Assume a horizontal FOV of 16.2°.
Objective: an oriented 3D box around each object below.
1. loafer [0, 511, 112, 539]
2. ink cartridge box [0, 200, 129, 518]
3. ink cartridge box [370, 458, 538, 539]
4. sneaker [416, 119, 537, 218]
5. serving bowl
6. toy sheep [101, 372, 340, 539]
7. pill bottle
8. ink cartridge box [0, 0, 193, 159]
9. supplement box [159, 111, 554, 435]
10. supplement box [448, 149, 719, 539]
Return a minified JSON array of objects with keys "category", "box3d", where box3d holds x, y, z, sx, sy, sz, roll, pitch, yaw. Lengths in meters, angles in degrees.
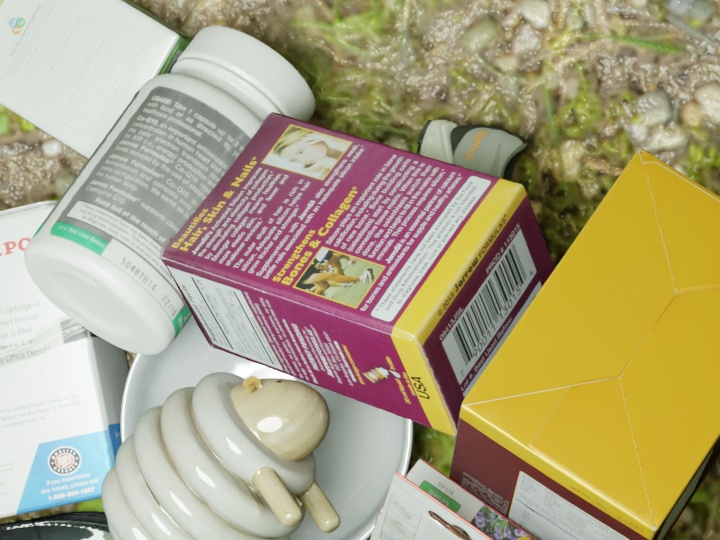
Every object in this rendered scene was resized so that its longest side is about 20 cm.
[{"category":"loafer","box3d":[-0.237,0.205,1.718,0.200,0.070,0.068,-9,88,12]},{"category":"ink cartridge box","box3d":[-0.237,0.064,1.712,0.144,0.084,0.201,-12,87,12]},{"category":"ink cartridge box","box3d":[0.064,0.175,1.565,0.109,0.200,0.050,34,65,11]},{"category":"sneaker","box3d":[0.076,0.001,1.652,0.079,0.074,0.201,0,89,7]},{"category":"serving bowl","box3d":[-0.056,0.102,1.681,0.199,0.066,0.201,0,89,13]},{"category":"toy sheep","box3d":[-0.096,0.142,1.593,0.200,0.138,0.138,-42,81,14]},{"category":"pill bottle","box3d":[-0.120,-0.055,1.642,0.113,0.113,0.200,29,69,11]},{"category":"ink cartridge box","box3d":[-0.220,-0.161,1.724,0.200,0.059,0.104,32,96,11]},{"category":"supplement box","box3d":[0.000,0.000,1.556,0.200,0.103,0.131,19,60,33]},{"category":"supplement box","box3d":[0.162,0.072,1.534,0.133,0.200,0.197,33,71,11]}]
